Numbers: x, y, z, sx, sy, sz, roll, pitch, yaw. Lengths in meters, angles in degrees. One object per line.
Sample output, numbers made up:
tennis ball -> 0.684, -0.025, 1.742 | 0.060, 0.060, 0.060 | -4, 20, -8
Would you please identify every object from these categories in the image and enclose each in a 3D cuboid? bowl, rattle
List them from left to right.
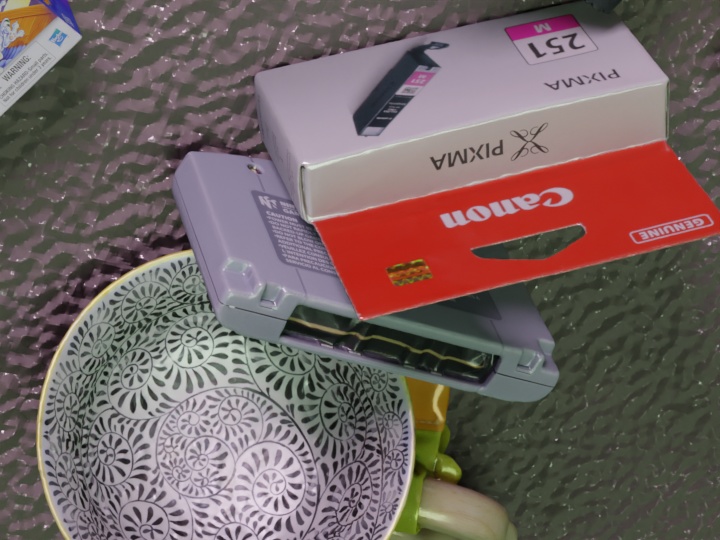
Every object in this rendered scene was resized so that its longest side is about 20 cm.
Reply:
bowl -> -0.075, 0.095, 1.258 | 0.200, 0.202, 0.094 | -15, 171, -10
rattle -> 0.048, 0.110, 1.377 | 0.130, 0.144, 0.200 | -18, 153, 33

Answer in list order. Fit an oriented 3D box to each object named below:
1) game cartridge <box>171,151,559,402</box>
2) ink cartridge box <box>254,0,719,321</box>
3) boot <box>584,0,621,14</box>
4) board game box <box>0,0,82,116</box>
game cartridge -> 0.000, 0.000, 1.217 | 0.199, 0.134, 0.041 | 16, 123, -28
ink cartridge box -> 0.063, -0.061, 1.174 | 0.199, 0.174, 0.044 | -13, 127, -12
boot -> 0.114, -0.231, 1.137 | 0.200, 0.077, 0.168 | 25, 115, -39
board game box -> -0.252, -0.093, 1.116 | 0.200, 0.045, 0.134 | -42, 127, 10
